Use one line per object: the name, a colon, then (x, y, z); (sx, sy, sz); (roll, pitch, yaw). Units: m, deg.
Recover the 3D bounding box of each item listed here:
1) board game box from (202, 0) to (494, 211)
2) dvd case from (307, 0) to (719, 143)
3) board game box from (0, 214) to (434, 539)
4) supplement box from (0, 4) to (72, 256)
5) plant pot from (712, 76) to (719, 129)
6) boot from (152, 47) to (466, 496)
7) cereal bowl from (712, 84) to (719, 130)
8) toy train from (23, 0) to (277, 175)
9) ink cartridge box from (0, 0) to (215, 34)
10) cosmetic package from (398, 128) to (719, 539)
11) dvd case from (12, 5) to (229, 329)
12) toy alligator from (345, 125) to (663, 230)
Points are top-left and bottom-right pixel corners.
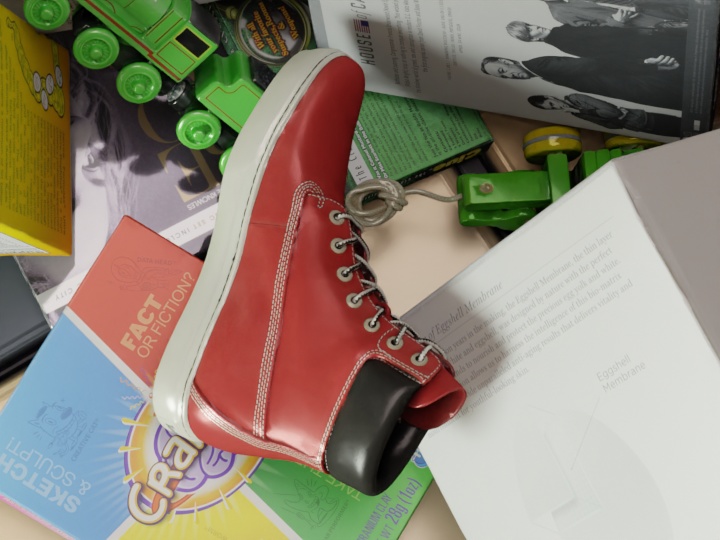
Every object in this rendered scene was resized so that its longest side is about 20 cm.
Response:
board game box: (-0.021, -0.132, 1.318); (0.105, 0.023, 0.200); (-22, 78, -18)
dvd case: (0.073, -0.117, 1.215); (0.200, 0.150, 0.025); (11, 67, 10)
board game box: (-0.072, 0.089, 1.252); (0.200, 0.040, 0.153); (31, 77, -1)
supplement box: (-0.217, -0.070, 1.195); (0.109, 0.200, 0.110); (-3, 82, 11)
plant pot: (0.135, -0.202, 1.269); (0.200, 0.200, 0.198); (16, 66, 1)
boot: (0.000, 0.000, 1.192); (0.144, 0.072, 0.200); (15, 83, 27)
cereal bowl: (0.277, -0.073, 1.296); (0.200, 0.083, 0.200); (1, 76, -4)
toy train: (-0.104, -0.114, 1.228); (0.056, 0.042, 0.200); (-39, 122, 20)
ink cartridge box: (-0.093, -0.211, 1.263); (0.200, 0.084, 0.146); (-10, 60, 14)
cosmetic package: (0.139, 0.066, 1.183); (0.123, 0.199, 0.200); (-19, 77, -43)
dvd case: (-0.139, -0.088, 1.312); (0.149, 0.016, 0.200); (-27, 80, -9)
toy alligator: (0.093, -0.037, 1.294); (0.200, 0.054, 0.059); (-5, 75, 2)
